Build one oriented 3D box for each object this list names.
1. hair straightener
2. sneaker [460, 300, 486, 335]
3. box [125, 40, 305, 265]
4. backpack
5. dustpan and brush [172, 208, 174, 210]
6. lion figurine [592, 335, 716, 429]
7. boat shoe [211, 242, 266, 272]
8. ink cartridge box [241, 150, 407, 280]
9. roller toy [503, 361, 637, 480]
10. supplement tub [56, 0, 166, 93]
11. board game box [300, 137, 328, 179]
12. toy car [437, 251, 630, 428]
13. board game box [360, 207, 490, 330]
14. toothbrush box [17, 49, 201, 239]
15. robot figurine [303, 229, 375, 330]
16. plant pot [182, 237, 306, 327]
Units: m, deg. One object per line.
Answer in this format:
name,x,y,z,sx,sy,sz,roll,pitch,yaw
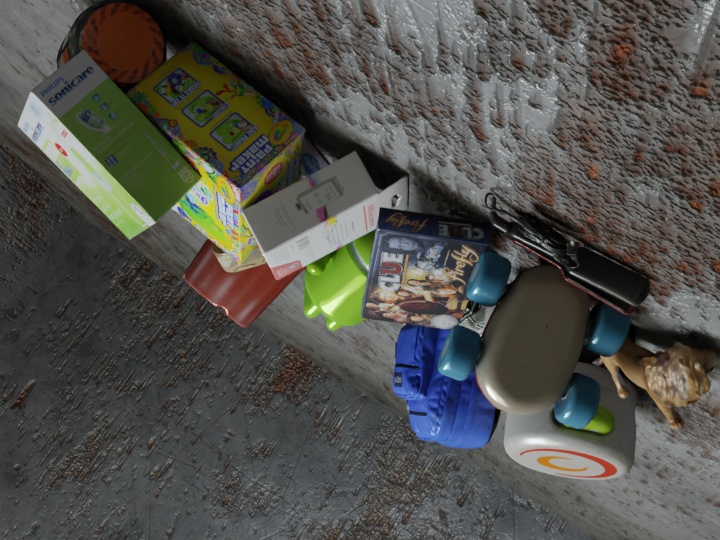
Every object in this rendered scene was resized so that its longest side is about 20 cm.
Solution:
hair straightener,0.215,-0.027,0.877,0.199,0.041,0.077,36,167,11
sneaker,0.133,0.043,1.216,0.199,0.078,0.085,20,161,48
box,-0.184,-0.147,1.086,0.192,0.122,0.200,38,155,12
backpack,0.136,0.177,1.328,0.166,0.202,0.163,7,172,-8
dustpan and brush,-0.251,-0.104,1.363,0.139,0.058,0.200,24,175,-6
lion figurine,0.334,0.111,0.993,0.200,0.073,0.123,24,157,53
boat shoe,-0.139,-0.049,1.365,0.065,0.198,0.072,70,-172,-45
ink cartridge box,-0.040,-0.076,1.056,0.068,0.199,0.117,61,174,16
roller toy,0.303,0.213,1.211,0.199,0.141,0.182,-14,143,44
supplement tub,-0.326,-0.278,1.093,0.122,0.123,0.200,40,166,-23
board game box,-0.104,-0.138,1.230,0.199,0.041,0.200,22,162,40
toy car,0.198,0.080,1.034,0.183,0.178,0.200,22,180,-1
board game box,0.076,0.004,1.058,0.134,0.035,0.201,8,145,-1
toothbrush box,-0.309,-0.146,1.023,0.200,0.086,0.145,50,155,-15
robot figurine,0.000,0.000,1.192,0.175,0.116,0.200,33,124,-26
plant pot,-0.198,-0.018,1.482,0.200,0.196,0.201,38,176,3
